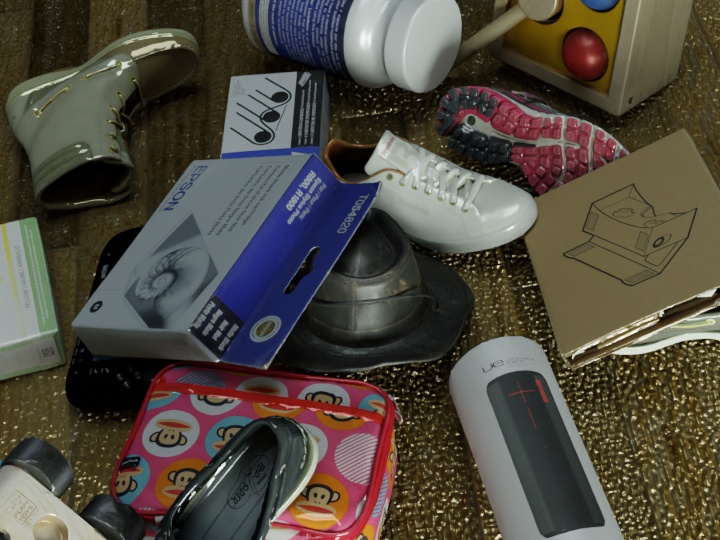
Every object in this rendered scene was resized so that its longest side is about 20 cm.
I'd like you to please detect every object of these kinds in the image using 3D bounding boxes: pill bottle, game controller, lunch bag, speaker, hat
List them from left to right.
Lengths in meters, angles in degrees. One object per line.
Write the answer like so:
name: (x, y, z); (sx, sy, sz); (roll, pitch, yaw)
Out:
game controller: (-0.182, 0.036, 1.210); (0.103, 0.042, 0.201); (0, 46, 7)
lunch bag: (-0.071, 0.140, 1.076); (0.198, 0.082, 0.177); (6, 43, 11)
pill bottle: (-0.008, -0.241, 1.390); (0.199, 0.116, 0.116); (23, 53, 34)
hat: (0.000, 0.000, 1.165); (0.198, 0.082, 0.201); (-3, 28, 2)
speaker: (0.126, 0.144, 1.043); (0.080, 0.082, 0.201); (-12, 46, -5)

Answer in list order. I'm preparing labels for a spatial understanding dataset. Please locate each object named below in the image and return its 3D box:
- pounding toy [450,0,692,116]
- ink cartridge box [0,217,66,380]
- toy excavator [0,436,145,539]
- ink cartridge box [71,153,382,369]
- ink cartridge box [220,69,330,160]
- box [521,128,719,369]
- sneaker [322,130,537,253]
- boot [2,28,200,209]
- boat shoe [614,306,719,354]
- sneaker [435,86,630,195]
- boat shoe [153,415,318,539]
pounding toy: (0.187, -0.247, 1.356); (0.199, 0.186, 0.142); (31, 44, 31)
ink cartridge box: (-0.357, 0.040, 1.225); (0.198, 0.048, 0.146); (-14, 47, -10)
toy excavator: (-0.278, 0.197, 1.032); (0.194, 0.200, 0.100); (40, 46, -6)
ink cartridge box: (-0.107, -0.013, 1.146); (0.199, 0.041, 0.200); (1, 46, 40)
ink cartridge box: (-0.079, -0.102, 1.327); (0.093, 0.044, 0.201); (-3, 46, 6)
box: (0.216, -0.022, 1.155); (0.162, 0.021, 0.201); (-25, 35, 12)
sneaker: (0.051, -0.071, 1.236); (0.198, 0.085, 0.073); (9, 52, 26)
boot: (-0.228, -0.141, 1.365); (0.198, 0.072, 0.155); (-22, 47, -7)
boat shoe: (0.252, 0.022, 1.155); (0.199, 0.061, 0.073); (-2, 48, 7)
sneaker: (0.168, -0.116, 1.293); (0.199, 0.081, 0.074); (31, 26, 22)
boat shoe: (-0.102, 0.179, 0.956); (0.074, 0.066, 0.200); (38, 83, 19)
